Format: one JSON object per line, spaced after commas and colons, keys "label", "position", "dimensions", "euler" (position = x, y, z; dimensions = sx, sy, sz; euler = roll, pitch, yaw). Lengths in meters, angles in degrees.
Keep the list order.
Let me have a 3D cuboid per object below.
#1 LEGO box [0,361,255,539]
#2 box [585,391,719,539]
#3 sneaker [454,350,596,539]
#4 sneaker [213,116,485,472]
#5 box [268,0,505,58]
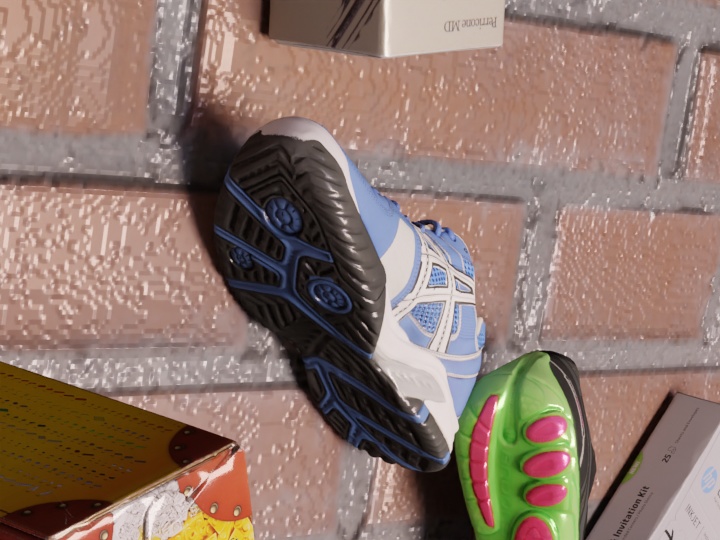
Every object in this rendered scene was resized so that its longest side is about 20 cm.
{"label": "LEGO box", "position": [-0.124, 0.111, 0.712], "dimensions": [0.077, 0.200, 0.149], "euler": [-25, 119, -41]}
{"label": "box", "position": [0.159, 0.189, 1.176], "dimensions": [0.200, 0.041, 0.156], "euler": [-54, 136, -22]}
{"label": "sneaker", "position": [0.081, 0.128, 1.041], "dimensions": [0.084, 0.077, 0.200], "euler": [-45, 146, -57]}
{"label": "sneaker", "position": [0.000, 0.000, 0.927], "dimensions": [0.077, 0.076, 0.200], "euler": [-60, 147, -27]}
{"label": "box", "position": [0.015, -0.189, 0.885], "dimensions": [0.082, 0.068, 0.201], "euler": [-13, 110, -46]}
